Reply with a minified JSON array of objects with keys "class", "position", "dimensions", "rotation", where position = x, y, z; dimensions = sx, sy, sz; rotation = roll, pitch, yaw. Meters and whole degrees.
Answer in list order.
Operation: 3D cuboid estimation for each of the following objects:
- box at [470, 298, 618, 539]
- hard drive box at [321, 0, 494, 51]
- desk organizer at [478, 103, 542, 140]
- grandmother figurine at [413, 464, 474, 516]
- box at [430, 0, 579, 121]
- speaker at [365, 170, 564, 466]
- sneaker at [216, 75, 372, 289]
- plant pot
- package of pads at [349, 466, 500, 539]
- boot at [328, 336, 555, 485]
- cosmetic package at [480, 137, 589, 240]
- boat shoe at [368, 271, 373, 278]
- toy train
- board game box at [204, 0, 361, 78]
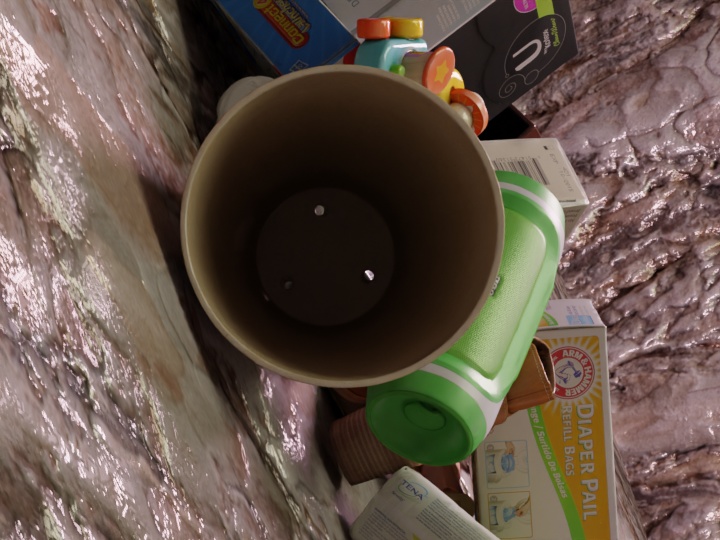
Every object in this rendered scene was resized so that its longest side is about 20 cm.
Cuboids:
[{"class":"box","position":[0.133,0.130,1.800],"dimensions":[0.113,0.101,0.200],"rotation":[-93,178,-82]},{"class":"hard drive box","position":[0.040,-0.256,1.746],"dimensions":[0.156,0.200,0.077],"rotation":[52,-3,30]},{"class":"desk organizer","position":[0.073,-0.140,2.050],"dimensions":[0.200,0.072,0.077],"rotation":[46,-3,31]},{"class":"grandmother figurine","position":[0.056,0.143,1.879],"dimensions":[0.200,0.060,0.121],"rotation":[-99,-167,-64]},{"class":"box","position":[0.054,-0.230,1.866],"dimensions":[0.200,0.124,0.149],"rotation":[47,-12,32]},{"class":"speaker","position":[0.070,0.029,1.579],"dimensions":[0.089,0.088,0.200],"rotation":[62,39,-37]},{"class":"sneaker","position":[-0.053,-0.032,1.639],"dimensions":[0.200,0.077,0.082],"rotation":[70,-17,-3]},{"class":"plant pot","position":[-0.017,-0.018,1.490],"dimensions":[0.200,0.187,0.188],"rotation":[134,-64,-84]},{"class":"package of pads","position":[0.086,0.221,1.635],"dimensions":[0.154,0.068,0.200],"rotation":[37,-8,29]},{"class":"boot","position":[0.055,0.074,1.680],"dimensions":[0.200,0.155,0.077],"rotation":[-87,154,-78]},{"class":"cosmetic package","position":[0.090,-0.014,1.928],"dimensions":[0.071,0.105,0.200],"rotation":[66,-32,31]},{"class":"boat shoe","position":[0.000,0.000,1.805],"dimensions":[0.200,0.072,0.068],"rotation":[-3,70,-78]},{"class":"toy train","position":[0.042,-0.082,1.644],"dimensions":[0.200,0.056,0.150],"rotation":[55,49,-49]},{"class":"board game box","position":[-0.034,-0.141,1.747],"dimensions":[0.200,0.056,0.196],"rotation":[50,-4,42]}]
